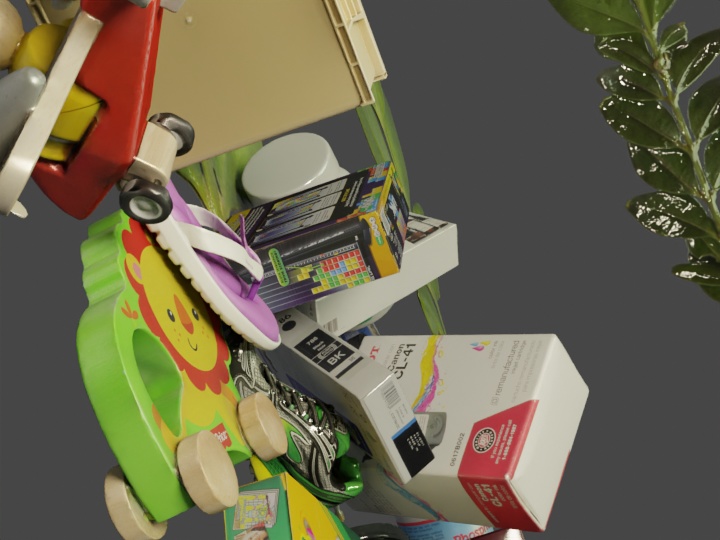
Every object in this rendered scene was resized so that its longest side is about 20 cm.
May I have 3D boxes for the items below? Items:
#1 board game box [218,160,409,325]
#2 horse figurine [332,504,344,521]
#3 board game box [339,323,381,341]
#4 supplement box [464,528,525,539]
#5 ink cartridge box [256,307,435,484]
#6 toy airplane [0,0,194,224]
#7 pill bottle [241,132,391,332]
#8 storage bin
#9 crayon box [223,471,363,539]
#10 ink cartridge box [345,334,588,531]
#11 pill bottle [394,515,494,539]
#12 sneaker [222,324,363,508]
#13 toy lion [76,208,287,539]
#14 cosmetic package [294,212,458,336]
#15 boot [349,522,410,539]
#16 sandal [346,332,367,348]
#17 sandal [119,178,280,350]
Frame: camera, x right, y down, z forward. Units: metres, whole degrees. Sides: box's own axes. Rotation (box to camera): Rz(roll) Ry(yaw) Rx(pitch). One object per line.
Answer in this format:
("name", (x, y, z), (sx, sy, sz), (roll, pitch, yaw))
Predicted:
("board game box", (-0.047, -0.024, 0.886), (0.200, 0.165, 0.057), (-72, 141, -72))
("horse figurine", (-0.013, 0.167, 1.066), (0.200, 0.050, 0.133), (-34, 111, -78))
("board game box", (0.023, 0.117, 1.223), (0.200, 0.034, 0.135), (61, 3, 15))
("supplement box", (0.130, 0.353, 0.987), (0.061, 0.109, 0.200), (84, -11, -69))
("ink cartridge box", (-0.024, 0.092, 0.872), (0.200, 0.039, 0.100), (27, -30, 50))
("toy airplane", (-0.156, -0.125, 0.564), (0.200, 0.141, 0.199), (-136, -121, -84))
("pill bottle", (-0.040, -0.038, 1.091), (0.113, 0.113, 0.200), (-96, 165, -47))
("storage bin", (-0.111, -0.183, 0.731), (0.094, 0.200, 0.199), (-79, 150, -65))
("crayon box", (-0.033, 0.272, 0.759), (0.173, 0.058, 0.200), (58, 18, -54))
("ink cartridge box", (0.077, 0.135, 0.913), (0.086, 0.200, 0.148), (55, 47, -38))
("pill bottle", (0.104, 0.316, 1.259), (0.109, 0.109, 0.200), (-18, 90, -80))
("sneaker", (-0.058, 0.113, 0.824), (0.078, 0.085, 0.200), (-94, 162, -51))
("toy lion", (-0.125, 0.052, 0.665), (0.192, 0.069, 0.200), (65, 9, 0))
("cosmetic package", (0.000, 0.000, 0.999), (0.200, 0.082, 0.051), (-29, 123, -41))
("boot", (0.031, 0.334, 0.937), (0.200, 0.076, 0.168), (69, 5, -52))
("sandal", (0.044, 0.155, 1.097), (0.200, 0.043, 0.076), (64, 14, 7))
("sandal", (-0.103, -0.023, 0.722), (0.203, 0.050, 0.082), (54, 6, -30))
